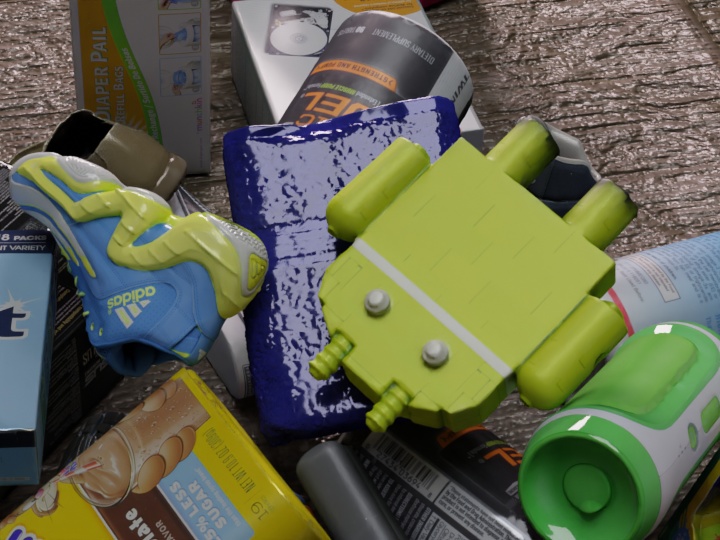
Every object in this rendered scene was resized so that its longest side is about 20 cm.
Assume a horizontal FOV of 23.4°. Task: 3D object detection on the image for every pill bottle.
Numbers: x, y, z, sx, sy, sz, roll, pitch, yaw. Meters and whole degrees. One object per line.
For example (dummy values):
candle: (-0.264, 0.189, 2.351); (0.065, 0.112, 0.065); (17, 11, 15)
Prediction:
pill bottle: (-0.012, -0.066, 1.160); (0.106, 0.106, 0.201); (21, 64, 17)
pill bottle: (0.231, 0.033, 1.184); (0.199, 0.109, 0.109); (-14, 46, -19)
pill bottle: (0.078, 0.161, 1.032); (0.200, 0.107, 0.106); (36, 50, 29)

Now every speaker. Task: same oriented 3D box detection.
speaker: (0.160, 0.093, 1.005); (0.088, 0.089, 0.200); (24, 25, 19)

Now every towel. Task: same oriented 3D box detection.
towel: (0.000, 0.000, 1.043); (0.147, 0.050, 0.201); (-9, 69, 2)

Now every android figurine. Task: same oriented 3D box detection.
android figurine: (0.058, 0.006, 0.985); (0.200, 0.041, 0.182); (-42, 68, -13)

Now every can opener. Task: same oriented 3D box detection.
can opener: (0.013, 0.195, 0.977); (0.067, 0.053, 0.201); (-34, 74, 6)

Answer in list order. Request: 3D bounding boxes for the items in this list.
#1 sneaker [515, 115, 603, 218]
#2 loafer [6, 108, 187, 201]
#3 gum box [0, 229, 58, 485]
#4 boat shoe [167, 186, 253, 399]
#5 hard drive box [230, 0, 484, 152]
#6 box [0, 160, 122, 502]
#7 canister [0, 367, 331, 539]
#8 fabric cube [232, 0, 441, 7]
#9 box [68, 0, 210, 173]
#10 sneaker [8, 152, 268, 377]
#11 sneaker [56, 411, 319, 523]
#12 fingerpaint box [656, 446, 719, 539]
sneaker: (0.074, -0.039, 1.213); (0.201, 0.147, 0.077); (3, 28, -4)
loafer: (-0.200, -0.078, 1.236); (0.199, 0.068, 0.076); (-1, 46, 47)
gum box: (-0.267, 0.047, 1.021); (0.169, 0.045, 0.200); (-1, 35, -6)
boat shoe: (-0.094, 0.001, 1.215); (0.067, 0.072, 0.200); (-18, 50, -21)
hard drive box: (-0.007, -0.133, 1.367); (0.155, 0.077, 0.201); (-8, 44, -14)
box: (-0.246, 0.033, 1.154); (0.163, 0.086, 0.200); (23, 45, 19)
canister: (-0.130, 0.166, 0.958); (0.200, 0.087, 0.149); (-40, 53, -5)
fabric cube: (-0.023, -0.339, 1.498); (0.199, 0.201, 0.196); (-24, 49, -29)
box: (-0.166, -0.179, 1.309); (0.101, 0.201, 0.113); (-3, 44, -8)
sneaker: (-0.152, -0.001, 1.031); (0.199, 0.076, 0.106); (19, 79, 36)
sneaker: (-0.103, 0.148, 1.059); (0.199, 0.078, 0.076); (22, 76, 30)
fingerpaint box: (0.242, 0.161, 0.969); (0.073, 0.201, 0.167); (14, 42, -11)
